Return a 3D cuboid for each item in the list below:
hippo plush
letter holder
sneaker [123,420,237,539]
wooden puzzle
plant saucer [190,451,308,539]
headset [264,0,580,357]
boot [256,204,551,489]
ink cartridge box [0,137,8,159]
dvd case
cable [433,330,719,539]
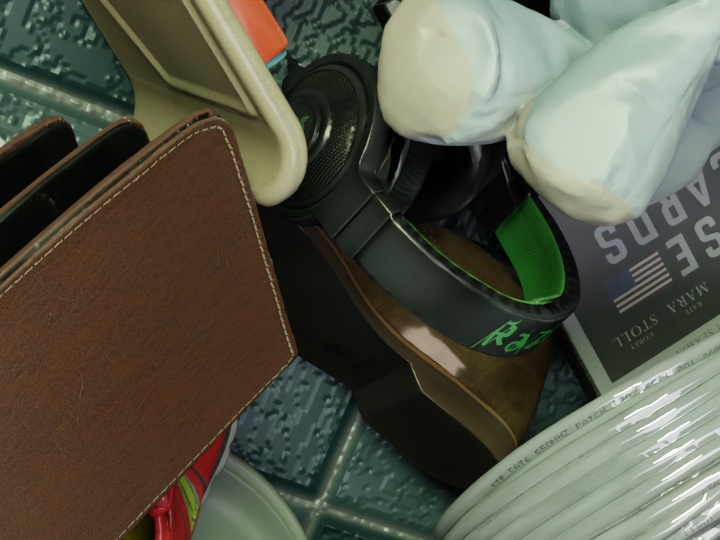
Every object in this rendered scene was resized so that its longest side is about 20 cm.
[{"bbox_3d":[0.098,-0.106,0.795,0.200,0.161,0.159,-42,77,3],"label":"hippo plush"},{"bbox_3d":[-0.131,0.031,0.712,0.200,0.101,0.142,-46,148,-25],"label":"letter holder"},{"bbox_3d":[-0.086,0.077,0.837,0.077,0.085,0.200,14,68,-8],"label":"sneaker"},{"bbox_3d":[-0.087,-0.127,0.763,0.037,0.185,0.200,-31,110,-14],"label":"wooden puzzle"},{"bbox_3d":[-0.105,0.163,0.901,0.200,0.050,0.200,-4,104,-18],"label":"plant saucer"},{"bbox_3d":[0.016,-0.059,0.832,0.094,0.123,0.200,-47,73,25],"label":"headset"},{"bbox_3d":[0.000,0.000,0.899,0.200,0.074,0.075,44,59,-19],"label":"boot"},{"bbox_3d":[-0.246,-0.052,0.759,0.200,0.086,0.148,40,77,-13],"label":"ink cartridge box"},{"bbox_3d":[0.117,-0.061,0.917,0.150,0.025,0.200,-32,101,-9],"label":"dvd case"},{"bbox_3d":[0.124,0.083,0.886,0.200,0.200,0.069,-34,78,5],"label":"cable"}]
